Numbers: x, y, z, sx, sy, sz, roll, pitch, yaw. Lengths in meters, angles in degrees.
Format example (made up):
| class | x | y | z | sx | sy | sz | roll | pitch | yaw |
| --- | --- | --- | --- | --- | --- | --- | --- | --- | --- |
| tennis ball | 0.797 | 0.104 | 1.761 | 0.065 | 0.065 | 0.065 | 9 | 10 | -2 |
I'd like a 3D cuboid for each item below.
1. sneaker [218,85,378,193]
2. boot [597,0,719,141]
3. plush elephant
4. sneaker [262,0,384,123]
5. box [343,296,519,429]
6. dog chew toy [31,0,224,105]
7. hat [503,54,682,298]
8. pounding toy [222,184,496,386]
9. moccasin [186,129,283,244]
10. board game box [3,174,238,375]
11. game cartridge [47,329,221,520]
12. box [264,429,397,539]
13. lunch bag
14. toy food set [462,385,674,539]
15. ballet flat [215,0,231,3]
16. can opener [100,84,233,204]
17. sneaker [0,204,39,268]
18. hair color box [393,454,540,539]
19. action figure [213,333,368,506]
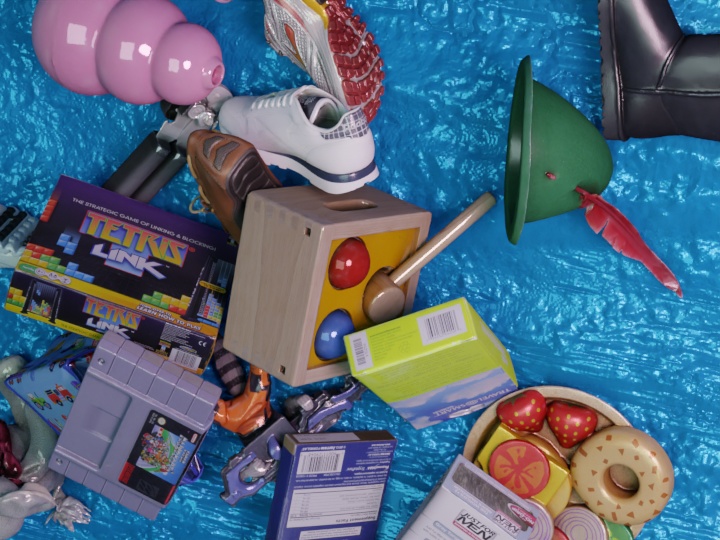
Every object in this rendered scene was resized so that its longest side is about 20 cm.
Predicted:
| class | x | y | z | sx | sy | sz | roll | pitch | yaw |
| --- | --- | --- | --- | --- | --- | --- | --- | --- | --- |
| sneaker | -0.062 | -0.143 | 1.354 | 0.199 | 0.076 | 0.081 | 22 | 137 | 37 |
| boot | 0.297 | -0.206 | 1.256 | 0.167 | 0.076 | 0.202 | 2 | 110 | 20 |
| plush elephant | -0.393 | 0.226 | 1.533 | 0.164 | 0.155 | 0.200 | -40 | 89 | 21 |
| sneaker | -0.043 | -0.225 | 1.370 | 0.082 | 0.078 | 0.201 | -22 | 94 | 38 |
| box | 0.074 | 0.092 | 1.350 | 0.121 | 0.200 | 0.048 | -19 | 66 | 12 |
| dog chew toy | -0.220 | -0.218 | 1.381 | 0.199 | 0.124 | 0.125 | 21 | 108 | 22 |
| hat | 0.224 | -0.096 | 1.291 | 0.175 | 0.200 | 0.167 | 4 | 66 | 1 |
| pounding toy | 0.000 | 0.000 | 1.353 | 0.142 | 0.199 | 0.185 | 25 | 113 | 37 |
| moccasin | -0.122 | -0.074 | 1.368 | 0.077 | 0.201 | 0.074 | 32 | 82 | 21 |
| board game box | -0.226 | 0.002 | 1.392 | 0.199 | 0.166 | 0.057 | 19 | 127 | -8 |
| game cartridge | -0.221 | 0.157 | 1.383 | 0.129 | 0.038 | 0.200 | 30 | 131 | 0 |
| box | -0.038 | 0.261 | 1.459 | 0.032 | 0.120 | 0.201 | 34 | 117 | 55 |
| lunch bag | -0.254 | 0.160 | 1.483 | 0.150 | 0.094 | 0.201 | -16 | 111 | 51 |
| toy food set | 0.193 | 0.211 | 1.401 | 0.199 | 0.049 | 0.199 | 33 | 113 | 6 |
| ballet flat | -0.171 | -0.351 | 1.382 | 0.071 | 0.069 | 0.201 | -14 | 95 | 38 |
| can opener | -0.204 | -0.127 | 1.455 | 0.200 | 0.052 | 0.067 | -48 | 52 | 20 |
| sneaker | -0.416 | -0.029 | 1.533 | 0.199 | 0.075 | 0.082 | 14 | 120 | 16 |
| hair color box | 0.082 | 0.287 | 1.409 | 0.099 | 0.061 | 0.200 | 35 | 124 | 4 |
| action figure | -0.085 | 0.137 | 1.470 | 0.199 | 0.105 | 0.194 | -32 | 100 | -6 |
